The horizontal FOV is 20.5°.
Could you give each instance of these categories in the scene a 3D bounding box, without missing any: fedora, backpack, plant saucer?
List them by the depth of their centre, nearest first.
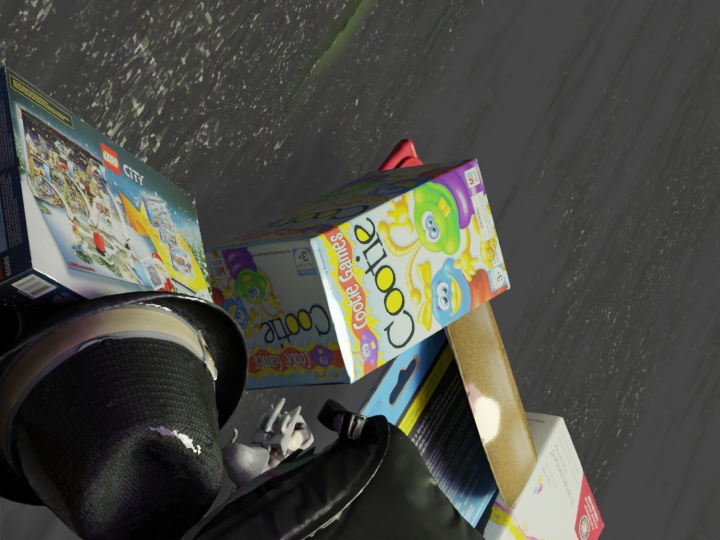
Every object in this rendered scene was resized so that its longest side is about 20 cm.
[{"bbox_3d":[-0.136,0.103,1.148,0.201,0.201,0.092,37,22,-54],"label":"fedora"},{"bbox_3d":[-0.030,0.190,1.163,0.200,0.167,0.127,-25,153,-38],"label":"backpack"},{"bbox_3d":[0.102,0.086,1.568,0.200,0.035,0.200,-18,90,-85],"label":"plant saucer"}]

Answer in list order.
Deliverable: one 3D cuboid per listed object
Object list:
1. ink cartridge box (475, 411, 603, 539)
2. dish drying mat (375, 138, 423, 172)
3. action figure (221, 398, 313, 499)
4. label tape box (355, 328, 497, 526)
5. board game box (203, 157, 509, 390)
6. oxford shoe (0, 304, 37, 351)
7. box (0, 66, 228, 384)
[{"bbox_3d":[0.116,0.236,1.666,0.200,0.086,0.148,-59,140,-37],"label":"ink cartridge box"},{"bbox_3d":[0.003,-0.011,1.514,0.200,0.018,0.077,-55,138,-39],"label":"dish drying mat"},{"bbox_3d":[-0.051,0.175,1.413,0.200,0.069,0.130,51,59,-42],"label":"action figure"},{"bbox_3d":[0.030,0.138,1.533,0.144,0.063,0.200,-56,137,-40],"label":"label tape box"},{"bbox_3d":[0.000,0.000,1.405,0.200,0.105,0.103,-29,107,-49],"label":"board game box"},{"bbox_3d":[-0.197,0.030,1.166,0.200,0.058,0.075,6,87,-60],"label":"oxford shoe"},{"bbox_3d":[-0.157,-0.018,1.184,0.200,0.038,0.137,36,34,-53],"label":"box"}]
